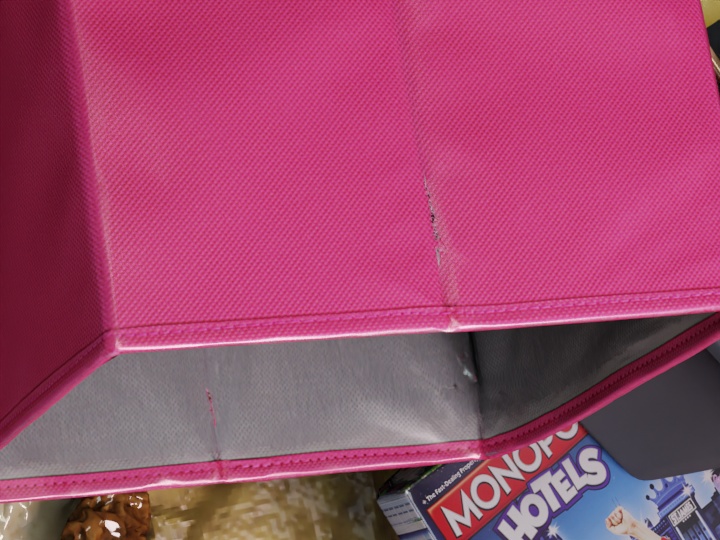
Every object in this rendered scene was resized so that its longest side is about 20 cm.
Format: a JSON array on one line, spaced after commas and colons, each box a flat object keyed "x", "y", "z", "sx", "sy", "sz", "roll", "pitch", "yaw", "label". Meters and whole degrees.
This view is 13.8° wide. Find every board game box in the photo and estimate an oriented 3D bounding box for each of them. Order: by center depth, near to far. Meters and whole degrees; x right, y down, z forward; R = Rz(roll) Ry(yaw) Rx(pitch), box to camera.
[{"x": 0.094, "y": 0.073, "z": 1.043, "sx": 0.200, "sy": 0.062, "sz": 0.200, "roll": -34, "pitch": 93, "yaw": -34, "label": "board game box"}]

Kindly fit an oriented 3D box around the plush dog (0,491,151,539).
[{"x": -0.164, "y": 0.076, "z": 0.980, "sx": 0.172, "sy": 0.200, "sz": 0.161, "roll": 15, "pitch": 78, "yaw": -42, "label": "plush dog"}]

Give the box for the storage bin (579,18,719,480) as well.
[{"x": 0.133, "y": -0.027, "z": 0.978, "sx": 0.146, "sy": 0.134, "sz": 0.200, "roll": 45, "pitch": 57, "yaw": -13, "label": "storage bin"}]

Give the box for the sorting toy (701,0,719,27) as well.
[{"x": 0.134, "y": -0.096, "z": 1.097, "sx": 0.200, "sy": 0.107, "sz": 0.180, "roll": 35, "pitch": 91, "yaw": -10, "label": "sorting toy"}]

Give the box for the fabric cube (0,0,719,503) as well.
[{"x": -0.024, "y": -0.052, "z": 0.877, "sx": 0.200, "sy": 0.196, "sz": 0.200, "roll": -3, "pitch": 74, "yaw": -23, "label": "fabric cube"}]
